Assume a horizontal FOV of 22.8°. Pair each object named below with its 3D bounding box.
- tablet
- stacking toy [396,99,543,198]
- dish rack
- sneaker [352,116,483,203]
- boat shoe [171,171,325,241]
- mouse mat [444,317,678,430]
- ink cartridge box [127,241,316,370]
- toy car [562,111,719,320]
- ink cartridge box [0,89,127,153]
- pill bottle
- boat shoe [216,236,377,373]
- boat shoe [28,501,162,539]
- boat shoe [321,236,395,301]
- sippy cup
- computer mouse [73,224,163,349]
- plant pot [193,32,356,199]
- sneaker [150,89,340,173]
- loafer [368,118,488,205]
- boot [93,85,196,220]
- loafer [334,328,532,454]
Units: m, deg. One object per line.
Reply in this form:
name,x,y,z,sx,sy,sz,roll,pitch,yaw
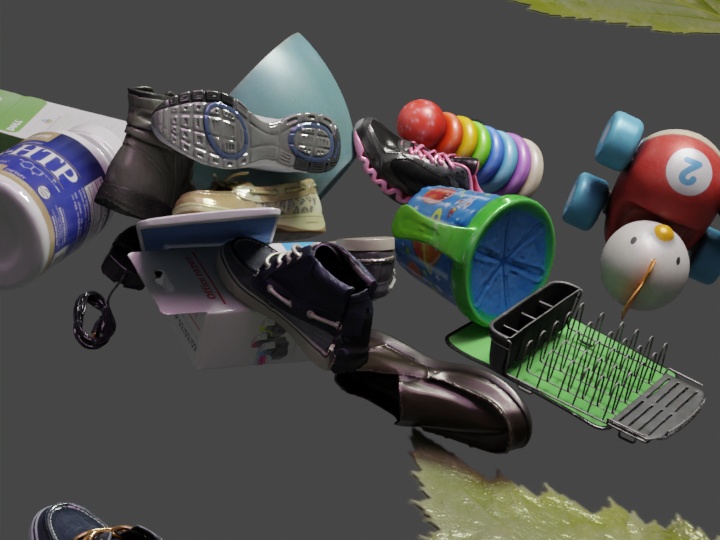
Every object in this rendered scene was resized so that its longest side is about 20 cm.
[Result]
tablet,-0.143,-0.036,1.669,0.129,0.014,0.200,-6,-7,-6
stacking toy,0.114,-0.139,1.998,0.199,0.086,0.085,24,16,-41
dish rack,0.234,0.092,1.729,0.199,0.055,0.153,27,33,25
sneaker,0.081,-0.103,1.911,0.200,0.095,0.079,42,29,-12
boat shoe,-0.113,-0.066,1.777,0.073,0.063,0.199,-10,-9,35
mouse mat,0.201,0.088,1.786,0.199,0.008,0.161,28,32,29
ink cartridge box,-0.117,0.033,1.699,0.199,0.068,0.115,-3,33,-26
toy car,0.314,-0.034,1.898,0.183,0.177,0.201,24,42,-2
ink cartridge box,-0.334,-0.133,1.923,0.199,0.060,0.104,15,28,6
pill bottle,-0.311,-0.071,1.759,0.119,0.120,0.200,20,29,15
boat shoe,-0.055,0.001,1.615,0.074,0.093,0.200,-17,42,-40
boat shoe,-0.186,0.214,1.327,0.070,0.091,0.200,-8,35,-33
boat shoe,0.000,0.000,1.779,0.072,0.063,0.200,-3,-1,-5
sippy cup,0.108,-0.025,1.825,0.140,0.178,0.130,-43,42,-22
computer mouse,-0.235,0.019,1.726,0.058,0.034,0.200,32,34,-5
plant pot,-0.083,-0.134,1.914,0.135,0.200,0.200,43,33,1
sneaker,-0.120,-0.126,1.755,0.199,0.075,0.087,11,-10,-32
loafer,0.083,-0.137,2.076,0.070,0.068,0.200,34,38,18
boot,-0.175,-0.101,1.785,0.067,0.131,0.200,16,-6,34
loafer,0.060,0.122,1.619,0.199,0.073,0.071,20,39,25
